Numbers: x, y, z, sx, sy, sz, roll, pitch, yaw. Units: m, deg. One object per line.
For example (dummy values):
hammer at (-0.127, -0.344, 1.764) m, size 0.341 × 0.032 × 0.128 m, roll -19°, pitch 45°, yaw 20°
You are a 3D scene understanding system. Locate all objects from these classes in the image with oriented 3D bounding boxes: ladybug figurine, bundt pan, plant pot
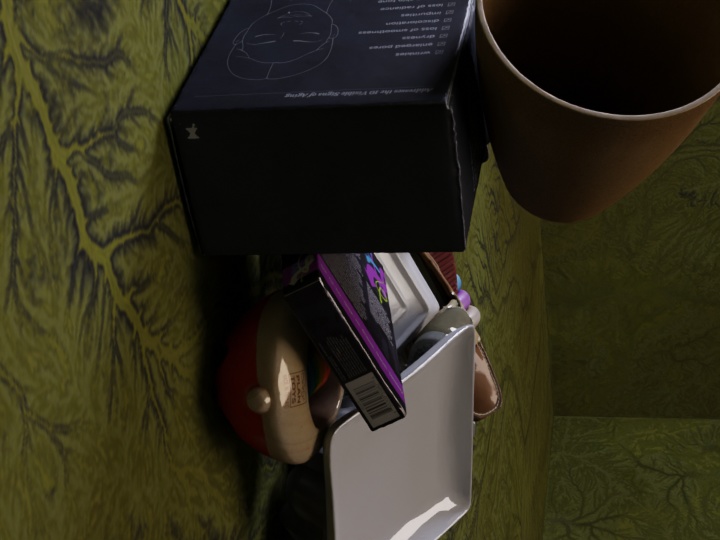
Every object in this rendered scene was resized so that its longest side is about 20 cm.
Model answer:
ladybug figurine at (-0.062, 0.079, 1.095) m, size 0.200 × 0.071 × 0.138 m, roll -19°, pitch 108°, yaw -77°
bundt pan at (0.000, 0.196, 1.252) m, size 0.201 × 0.075 × 0.204 m, roll -31°, pitch 130°, yaw -45°
plant pot at (0.163, -0.126, 1.023) m, size 0.201 × 0.184 × 0.188 m, roll 95°, pitch 2°, yaw -59°

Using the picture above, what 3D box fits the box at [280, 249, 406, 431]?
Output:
box at (-0.018, 0.008, 1.094) m, size 0.144 × 0.036 × 0.201 m, roll 58°, pitch 14°, yaw -31°

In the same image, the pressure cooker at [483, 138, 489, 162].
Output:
pressure cooker at (0.098, -0.219, 1.604) m, size 0.177 × 0.177 × 0.200 m, roll -61°, pitch 175°, yaw 15°

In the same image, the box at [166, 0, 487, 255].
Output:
box at (-0.012, -0.116, 1.031) m, size 0.197 × 0.197 × 0.125 m, roll -72°, pitch 158°, yaw -53°

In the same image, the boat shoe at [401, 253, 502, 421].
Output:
boat shoe at (0.070, 0.054, 1.360) m, size 0.201 × 0.075 × 0.074 m, roll 56°, pitch -16°, yaw 2°

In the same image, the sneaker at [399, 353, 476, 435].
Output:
sneaker at (0.042, 0.085, 1.419) m, size 0.074 × 0.088 × 0.202 m, roll 126°, pitch -54°, yaw -66°

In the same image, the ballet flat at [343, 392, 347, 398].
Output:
ballet flat at (-0.028, 0.035, 1.283) m, size 0.065 × 0.069 × 0.203 m, roll -55°, pitch 152°, yaw -82°

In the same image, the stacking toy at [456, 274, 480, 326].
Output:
stacking toy at (0.057, -0.018, 1.541) m, size 0.202 × 0.085 × 0.085 m, roll 66°, pitch 17°, yaw -8°

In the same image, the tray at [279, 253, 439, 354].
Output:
tray at (0.000, 0.000, 1.231) m, size 0.107 × 0.022 × 0.201 m, roll -45°, pitch 124°, yaw -20°

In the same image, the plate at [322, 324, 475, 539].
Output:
plate at (0.029, 0.166, 1.181) m, size 0.199 × 0.032 × 0.202 m, roll -34°, pitch 133°, yaw -43°

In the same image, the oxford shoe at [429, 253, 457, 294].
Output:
oxford shoe at (0.047, -0.026, 1.487) m, size 0.070 × 0.074 × 0.203 m, roll -19°, pitch 93°, yaw -61°

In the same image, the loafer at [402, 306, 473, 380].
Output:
loafer at (0.074, 0.105, 1.310) m, size 0.070 × 0.075 × 0.201 m, roll -60°, pitch 173°, yaw -36°
